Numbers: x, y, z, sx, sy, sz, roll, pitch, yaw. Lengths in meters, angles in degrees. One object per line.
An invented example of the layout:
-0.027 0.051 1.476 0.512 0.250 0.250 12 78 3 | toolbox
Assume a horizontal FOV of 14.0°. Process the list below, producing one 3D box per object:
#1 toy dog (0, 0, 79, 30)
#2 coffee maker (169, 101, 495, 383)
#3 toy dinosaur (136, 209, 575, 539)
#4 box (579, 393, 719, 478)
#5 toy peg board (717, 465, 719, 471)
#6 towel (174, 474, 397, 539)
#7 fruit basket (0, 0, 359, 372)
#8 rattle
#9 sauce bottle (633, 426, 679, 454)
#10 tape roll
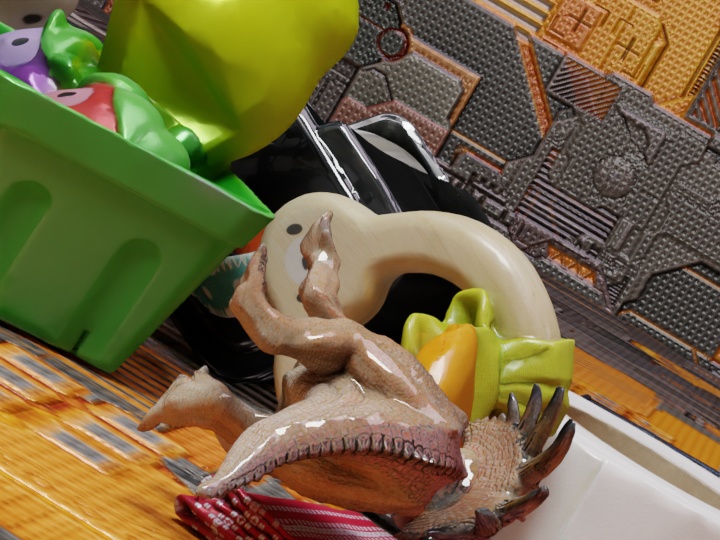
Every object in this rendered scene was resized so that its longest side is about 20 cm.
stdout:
-0.238 -0.182 1.537 0.200 0.194 0.140 24 -7 2 | toy dog
0.000 0.000 1.388 0.192 0.135 0.200 33 6 17 | coffee maker
0.009 0.056 0.983 0.135 0.086 0.200 37 8 5 | toy dinosaur
0.185 0.138 1.595 0.200 0.050 0.198 31 4 10 | box
0.385 0.172 2.102 0.200 0.098 0.199 33 5 29 | toy peg board
0.044 0.131 1.003 0.200 0.023 0.145 33 5 25 | towel
-0.099 -0.078 1.215 0.155 0.216 0.216 28 6 -23 | fruit basket
-0.024 0.020 1.179 0.200 0.130 0.143 41 31 21 | rattle
0.184 0.145 1.407 0.200 0.065 0.065 32 5 37 | sauce bottle
0.110 0.111 1.292 0.202 0.071 0.202 31 5 -3 | tape roll
